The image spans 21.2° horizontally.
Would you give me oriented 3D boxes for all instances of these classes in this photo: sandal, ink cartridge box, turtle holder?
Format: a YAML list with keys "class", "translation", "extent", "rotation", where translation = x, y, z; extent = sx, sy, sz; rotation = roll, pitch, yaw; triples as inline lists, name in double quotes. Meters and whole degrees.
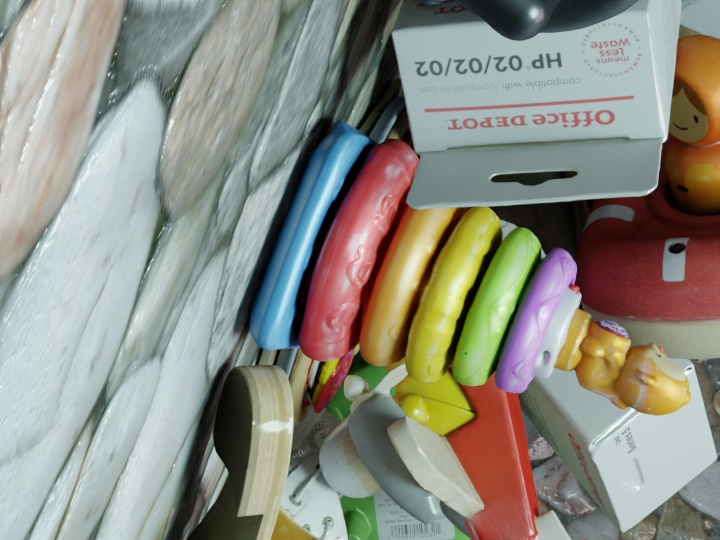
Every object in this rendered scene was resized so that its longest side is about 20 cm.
- class: "sandal"
  translation: [-0.041, 0.135, 0.921]
  extent: [0.078, 0.069, 0.213]
  rotation: [-115, -148, -48]
- class: "ink cartridge box"
  translation: [0.130, 0.048, 1.227]
  extent: [0.084, 0.200, 0.146]
  rotation: [-36, 148, -4]
- class: "ink cartridge box"
  translation: [0.083, -0.113, 0.874]
  extent: [0.201, 0.114, 0.068]
  rotation: [-73, 155, -52]
- class: "turtle holder"
  translation: [0.021, 0.089, 1.254]
  extent: [0.141, 0.186, 0.132]
  rotation: [-32, -159, 16]

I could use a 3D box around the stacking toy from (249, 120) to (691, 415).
- class: "stacking toy"
  translation: [0.059, 0.017, 0.881]
  extent: [0.116, 0.199, 0.110]
  rotation: [9, 103, -80]

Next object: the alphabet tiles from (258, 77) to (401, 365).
- class: "alphabet tiles"
  translation: [-0.018, -0.009, 1.044]
  extent: [0.200, 0.006, 0.167]
  rotation: [-59, 169, -59]

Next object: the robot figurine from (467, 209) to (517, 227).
- class: "robot figurine"
  translation: [0.085, -0.088, 1.184]
  extent: [0.144, 0.058, 0.201]
  rotation: [-22, -144, 29]

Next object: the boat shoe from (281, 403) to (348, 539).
- class: "boat shoe"
  translation: [-0.038, 0.143, 1.097]
  extent: [0.071, 0.069, 0.200]
  rotation: [-68, 174, 35]

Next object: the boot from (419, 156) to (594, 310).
- class: "boot"
  translation: [0.084, -0.054, 1.023]
  extent: [0.075, 0.096, 0.201]
  rotation: [-66, 153, -44]

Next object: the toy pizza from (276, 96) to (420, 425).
- class: "toy pizza"
  translation: [0.000, 0.000, 1.053]
  extent: [0.200, 0.032, 0.201]
  rotation: [22, 90, -84]

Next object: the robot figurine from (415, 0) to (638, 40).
- class: "robot figurine"
  translation: [0.082, -0.179, 0.794]
  extent: [0.200, 0.149, 0.125]
  rotation: [-60, 143, -48]

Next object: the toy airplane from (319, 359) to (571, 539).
- class: "toy airplane"
  translation: [0.047, 0.110, 1.074]
  extent: [0.200, 0.140, 0.201]
  rotation: [-84, 160, -56]

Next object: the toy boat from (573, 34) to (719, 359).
- class: "toy boat"
  translation: [0.169, -0.053, 0.934]
  extent: [0.201, 0.130, 0.131]
  rotation: [-66, 146, -46]

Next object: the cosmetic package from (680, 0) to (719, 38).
- class: "cosmetic package"
  translation: [0.211, -0.223, 0.983]
  extent: [0.101, 0.071, 0.201]
  rotation: [-30, -131, 50]

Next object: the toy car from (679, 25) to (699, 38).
- class: "toy car"
  translation: [0.154, -0.112, 1.098]
  extent: [0.200, 0.165, 0.157]
  rotation: [-41, -157, -21]
